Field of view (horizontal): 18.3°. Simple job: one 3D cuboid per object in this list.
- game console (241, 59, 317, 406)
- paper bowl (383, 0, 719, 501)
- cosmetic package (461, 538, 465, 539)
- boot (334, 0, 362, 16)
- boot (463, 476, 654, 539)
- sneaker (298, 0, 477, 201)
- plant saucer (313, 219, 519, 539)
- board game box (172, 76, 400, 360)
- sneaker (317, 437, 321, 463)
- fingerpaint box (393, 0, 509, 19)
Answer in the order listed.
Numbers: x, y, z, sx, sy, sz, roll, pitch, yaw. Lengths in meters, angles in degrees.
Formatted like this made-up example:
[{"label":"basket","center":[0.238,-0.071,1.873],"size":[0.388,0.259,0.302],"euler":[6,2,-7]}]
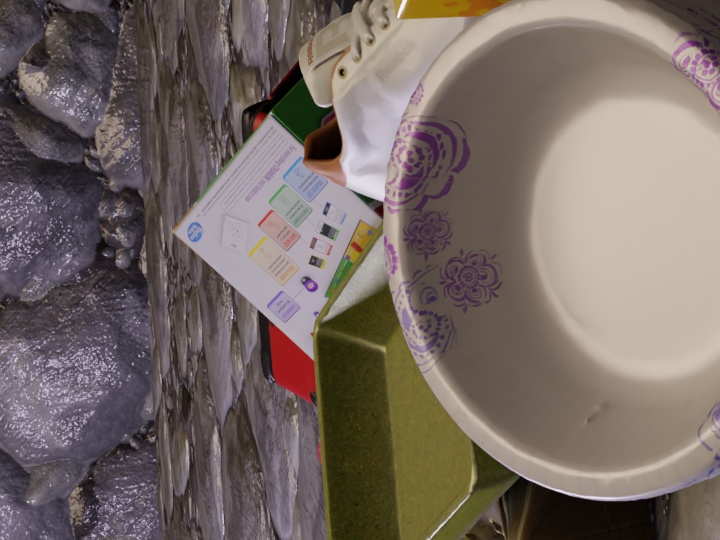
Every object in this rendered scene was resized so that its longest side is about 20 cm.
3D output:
[{"label":"game console","center":[-0.008,-0.024,1.453],"size":[0.172,0.119,0.200],"euler":[25,130,43]},{"label":"paper bowl","center":[0.113,-0.015,0.893],"size":[0.200,0.104,0.201],"euler":[9,105,39]},{"label":"cosmetic package","center":[0.073,0.209,1.301],"size":[0.108,0.085,0.200],"euler":[102,160,-52]},{"label":"boot","center":[-0.002,-0.182,1.588],"size":[0.200,0.065,0.165],"euler":[-121,38,-59]},{"label":"boot","center":[0.097,0.139,1.199],"size":[0.156,0.073,0.201],"euler":[116,150,-65]},{"label":"sneaker","center":[0.017,-0.113,1.079],"size":[0.073,0.084,0.200],"euler":[-84,9,-50]},{"label":"plant saucer","center":[0.034,0.070,1.196],"size":[0.200,0.048,0.200],"euler":[125,147,-52]},{"label":"board game box","center":[0.000,0.000,1.306],"size":[0.040,0.200,0.153],"euler":[-49,3,-37]},{"label":"sneaker","center":[0.020,0.053,1.579],"size":[0.200,0.078,0.116],"euler":[119,156,-46]},{"label":"fingerpaint box","center":[0.085,-0.209,0.948],"size":[0.073,0.166,0.200],"euler":[111,152,-62]}]
